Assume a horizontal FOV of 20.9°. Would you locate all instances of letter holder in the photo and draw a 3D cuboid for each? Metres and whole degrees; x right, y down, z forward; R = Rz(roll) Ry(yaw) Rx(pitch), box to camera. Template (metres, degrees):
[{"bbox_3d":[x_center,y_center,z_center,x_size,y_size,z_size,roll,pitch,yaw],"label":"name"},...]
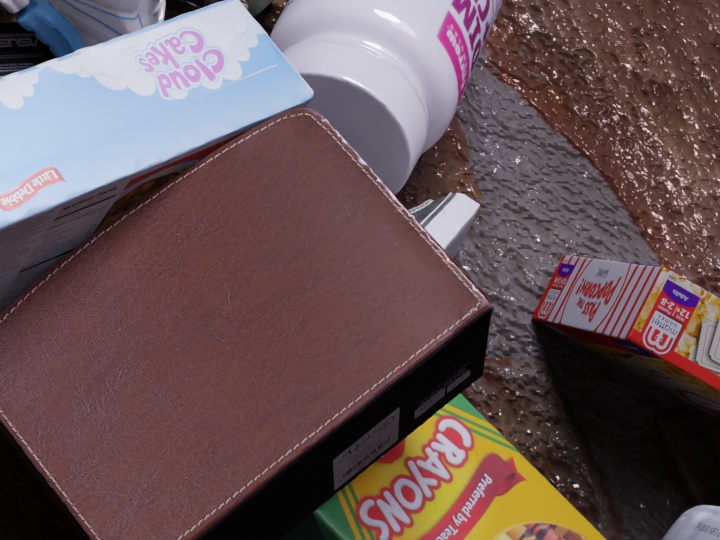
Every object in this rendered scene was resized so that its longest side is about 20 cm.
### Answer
[{"bbox_3d":[-0.062,0.041,0.887,0.200,0.101,0.142,-38,73,-13],"label":"letter holder"}]

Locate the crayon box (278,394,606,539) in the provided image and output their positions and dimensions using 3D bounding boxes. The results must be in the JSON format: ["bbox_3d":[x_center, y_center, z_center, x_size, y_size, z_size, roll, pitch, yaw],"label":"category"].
[{"bbox_3d":[0.047,0.143,0.976,0.200,0.051,0.127,45,45,2],"label":"crayon box"}]

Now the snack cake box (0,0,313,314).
[{"bbox_3d":[-0.130,-0.045,0.896,0.200,0.115,0.067,-27,75,-44],"label":"snack cake box"}]

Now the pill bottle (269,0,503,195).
[{"bbox_3d":[0.012,-0.132,1.116,0.113,0.113,0.200,33,45,-9],"label":"pill bottle"}]

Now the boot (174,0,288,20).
[{"bbox_3d":[-0.119,-0.171,1.092,0.138,0.077,0.200,46,46,-3],"label":"boot"}]

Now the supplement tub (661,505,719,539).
[{"bbox_3d":[0.148,0.220,0.908,0.122,0.123,0.200,40,73,-3],"label":"supplement tub"}]

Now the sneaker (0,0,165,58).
[{"bbox_3d":[-0.123,-0.139,1.001,0.200,0.087,0.075,49,21,-52],"label":"sneaker"}]

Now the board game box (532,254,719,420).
[{"bbox_3d":[0.213,0.058,1.094,0.200,0.151,0.046,28,86,-13],"label":"board game box"}]

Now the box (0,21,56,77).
[{"bbox_3d":[-0.221,-0.043,0.945,0.200,0.044,0.160,-9,64,-38],"label":"box"}]

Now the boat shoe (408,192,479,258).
[{"bbox_3d":[0.000,0.000,1.043,0.064,0.071,0.200,36,38,10],"label":"boat shoe"}]
